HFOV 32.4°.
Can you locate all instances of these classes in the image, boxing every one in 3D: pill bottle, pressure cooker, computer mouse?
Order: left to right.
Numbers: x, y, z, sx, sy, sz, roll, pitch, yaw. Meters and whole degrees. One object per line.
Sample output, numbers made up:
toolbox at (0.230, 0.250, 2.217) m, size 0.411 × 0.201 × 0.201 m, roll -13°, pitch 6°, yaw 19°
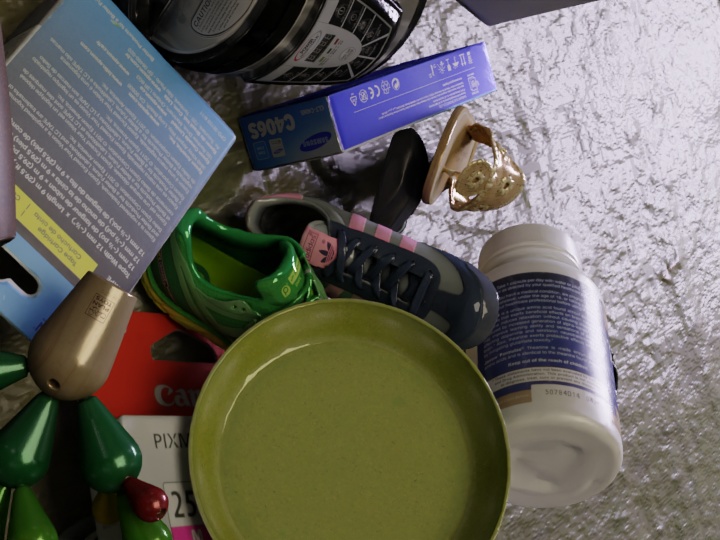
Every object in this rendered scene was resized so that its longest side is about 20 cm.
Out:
pressure cooker at (-0.070, -0.211, 0.814) m, size 0.199 × 0.177 × 0.178 m, roll -4°, pitch 98°, yaw -52°
computer mouse at (0.016, -0.008, 0.932) m, size 0.059 × 0.034 × 0.202 m, roll -59°, pitch 165°, yaw -81°
pill bottle at (0.130, 0.064, 0.920) m, size 0.111 × 0.110 × 0.201 m, roll 43°, pitch 34°, yaw -34°

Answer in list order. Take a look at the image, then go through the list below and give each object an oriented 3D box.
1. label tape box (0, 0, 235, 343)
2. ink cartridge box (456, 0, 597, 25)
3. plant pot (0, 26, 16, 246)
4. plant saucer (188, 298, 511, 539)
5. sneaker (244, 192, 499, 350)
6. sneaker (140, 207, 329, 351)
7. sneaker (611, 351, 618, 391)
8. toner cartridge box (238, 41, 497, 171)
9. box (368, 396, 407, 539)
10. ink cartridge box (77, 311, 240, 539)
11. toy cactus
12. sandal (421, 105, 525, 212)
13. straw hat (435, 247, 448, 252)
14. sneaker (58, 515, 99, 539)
label tape box at (-0.183, -0.057, 0.747) m, size 0.143 × 0.066 × 0.201 m, roll 47°, pitch 56°, yaw -26°
ink cartridge box at (0.140, -0.292, 0.894) m, size 0.083 × 0.144 × 0.202 m, roll 28°, pitch 65°, yaw -45°
plant pot at (-0.243, -0.093, 0.586) m, size 0.186 × 0.186 × 0.202 m, roll -26°, pitch 97°, yaw -46°
plant saucer at (-0.007, 0.115, 0.760) m, size 0.198 × 0.031 × 0.202 m, roll 4°, pitch 65°, yaw -9°
sneaker at (0.000, 0.000, 0.848) m, size 0.082 × 0.199 × 0.071 m, roll 15°, pitch 96°, yaw -53°
sneaker at (-0.053, 0.029, 0.818) m, size 0.199 × 0.084 × 0.074 m, roll 30°, pitch 53°, yaw -11°
sneaker at (0.179, 0.100, 1.062) m, size 0.200 × 0.098 × 0.071 m, roll 10°, pitch 70°, yaw -68°
toner cartridge box at (0.011, -0.128, 0.949) m, size 0.199 × 0.094 × 0.044 m, roll -27°, pitch 104°, yaw -45°
box at (0.019, 0.190, 0.797) m, size 0.070 × 0.064 × 0.202 m, roll 22°, pitch 53°, yaw -45°
ink cartridge box at (-0.090, 0.104, 0.800) m, size 0.199 × 0.043 × 0.175 m, roll 8°, pitch 62°, yaw -51°
toy cactus at (-0.177, 0.077, 0.657) m, size 0.199 × 0.102 × 0.166 m, roll 29°, pitch 85°, yaw 3°
sandal at (0.097, -0.081, 0.975) m, size 0.212 × 0.069 × 0.078 m, roll -38°, pitch 148°, yaw -80°
straw hat at (0.041, 0.082, 0.956) m, size 0.201 × 0.084 × 0.203 m, roll -12°, pitch 90°, yaw -75°
sneaker at (-0.123, 0.202, 0.774) m, size 0.199 × 0.075 × 0.117 m, roll 19°, pitch 69°, yaw -43°
